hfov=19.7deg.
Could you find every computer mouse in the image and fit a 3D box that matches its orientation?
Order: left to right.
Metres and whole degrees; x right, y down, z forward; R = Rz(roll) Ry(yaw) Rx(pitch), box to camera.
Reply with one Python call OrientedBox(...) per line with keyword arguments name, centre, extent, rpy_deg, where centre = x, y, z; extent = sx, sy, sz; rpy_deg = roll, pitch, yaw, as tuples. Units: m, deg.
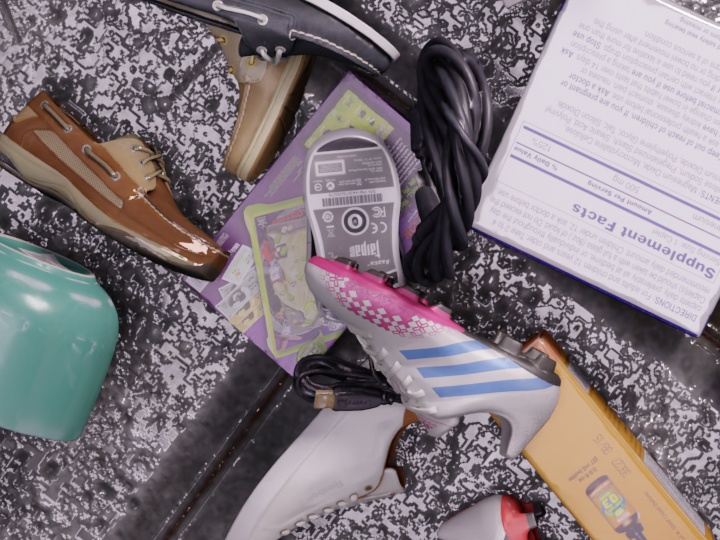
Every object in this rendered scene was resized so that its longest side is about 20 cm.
OrientedBox(name="computer mouse", centre=(0.000, 0.000, 1.480), extent=(0.109, 0.044, 0.202), rpy_deg=(-4, 87, -6))

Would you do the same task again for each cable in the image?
OrientedBox(name="cable", centre=(0.052, -0.071, 1.394), extent=(0.050, 0.200, 0.165), rpy_deg=(9, 89, -5))

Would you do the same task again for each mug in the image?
OrientedBox(name="mug", centre=(-0.266, 0.034, 1.497), extent=(0.184, 0.152, 0.115), rpy_deg=(23, 94, 6))

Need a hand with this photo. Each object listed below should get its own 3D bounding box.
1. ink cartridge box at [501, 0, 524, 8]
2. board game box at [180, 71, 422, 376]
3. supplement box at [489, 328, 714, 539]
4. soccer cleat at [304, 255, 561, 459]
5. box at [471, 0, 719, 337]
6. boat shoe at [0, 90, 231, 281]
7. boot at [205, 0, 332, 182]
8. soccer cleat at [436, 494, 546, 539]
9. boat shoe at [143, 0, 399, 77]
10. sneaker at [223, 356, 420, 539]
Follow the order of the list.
OrientedBox(name="ink cartridge box", centre=(0.115, -0.287, 1.383), extent=(0.125, 0.129, 0.201), rpy_deg=(-24, 51, 9))
OrientedBox(name="board game box", centre=(-0.025, -0.032, 1.522), extent=(0.120, 0.032, 0.200), rpy_deg=(41, 99, 6))
OrientedBox(name="supplement box", centre=(0.169, 0.140, 1.490), extent=(0.066, 0.069, 0.200), rpy_deg=(-39, 87, 10))
OrientedBox(name="soccer cleat", centre=(0.041, 0.062, 1.424), extent=(0.199, 0.070, 0.087), rpy_deg=(27, 91, -2))
OrientedBox(name="box", centre=(0.196, -0.084, 1.448), extent=(0.183, 0.105, 0.201), rpy_deg=(26, 97, 5))
OrientedBox(name="boat shoe", centre=(-0.178, -0.065, 1.510), extent=(0.199, 0.076, 0.074), rpy_deg=(32, 88, 13))
OrientedBox(name="boot", centre=(-0.107, -0.178, 1.494), extent=(0.154, 0.073, 0.201), rpy_deg=(18, 93, 2))
OrientedBox(name="soccer cleat", centre=(0.115, 0.263, 1.511), extent=(0.085, 0.069, 0.201), rpy_deg=(-17, 89, 18))
OrientedBox(name="boat shoe", centre=(-0.070, -0.174, 1.426), extent=(0.199, 0.076, 0.061), rpy_deg=(27, 85, 10))
OrientedBox(name="sneaker", centre=(-0.020, 0.157, 1.513), extent=(0.085, 0.073, 0.200), rpy_deg=(42, 97, 5))
